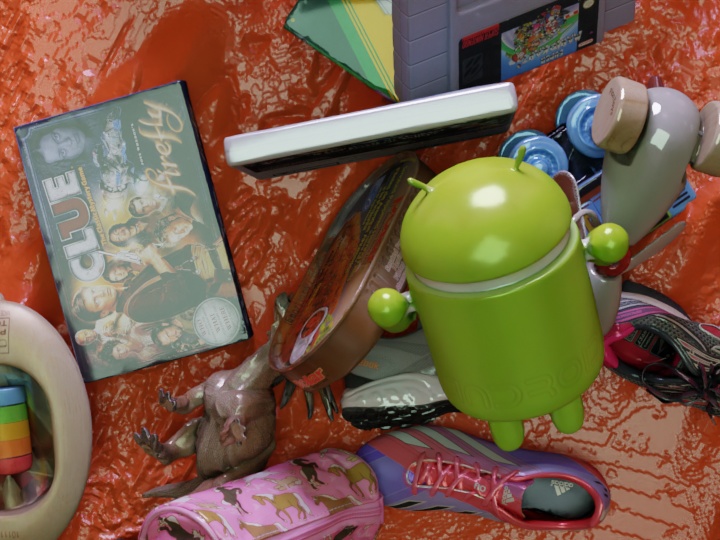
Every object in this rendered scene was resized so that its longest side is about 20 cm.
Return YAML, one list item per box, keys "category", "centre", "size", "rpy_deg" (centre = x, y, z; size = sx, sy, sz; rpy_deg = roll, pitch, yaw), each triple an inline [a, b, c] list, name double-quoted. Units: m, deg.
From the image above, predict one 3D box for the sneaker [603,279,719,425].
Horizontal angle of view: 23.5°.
- category: "sneaker"
  centre: [0.255, 0.077, 1.277]
  size: [0.198, 0.075, 0.081]
  rpy_deg: [18, 111, -3]

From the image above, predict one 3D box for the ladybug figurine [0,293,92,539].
- category: "ladybug figurine"
  centre: [-0.267, 0.115, 1.307]
  size: [0.134, 0.072, 0.203]
  rpy_deg: [0, 96, 1]

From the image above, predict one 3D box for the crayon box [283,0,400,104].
- category: "crayon box"
  centre: [0.046, -0.230, 1.278]
  size: [0.118, 0.058, 0.201]
  rpy_deg: [34, 95, 0]

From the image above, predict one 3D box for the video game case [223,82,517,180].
- category: "video game case"
  centre: [0.011, -0.097, 1.227]
  size: [0.197, 0.182, 0.024]
  rpy_deg: [-10, 90, 3]

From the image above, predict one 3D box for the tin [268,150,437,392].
- category: "tin"
  centre: [0.000, 0.000, 1.243]
  size: [0.042, 0.112, 0.201]
  rpy_deg: [36, 57, -15]

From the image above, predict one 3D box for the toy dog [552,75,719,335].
- category: "toy dog"
  centre: [0.183, -0.058, 1.204]
  size: [0.131, 0.097, 0.200]
  rpy_deg: [35, 116, -17]

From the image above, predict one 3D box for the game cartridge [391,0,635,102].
- category: "game cartridge"
  centre: [0.113, -0.197, 1.223]
  size: [0.198, 0.038, 0.131]
  rpy_deg: [-24, 134, -19]

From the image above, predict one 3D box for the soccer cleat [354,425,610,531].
- category: "soccer cleat"
  centre: [0.090, 0.159, 1.296]
  size: [0.197, 0.076, 0.068]
  rpy_deg: [8, 95, 1]

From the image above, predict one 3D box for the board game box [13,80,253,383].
- category: "board game box"
  centre: [-0.171, -0.029, 1.313]
  size: [0.134, 0.035, 0.202]
  rpy_deg: [-15, 93, 3]

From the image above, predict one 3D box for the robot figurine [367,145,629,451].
- category: "robot figurine"
  centre: [0.093, 0.016, 1.128]
  size: [0.173, 0.116, 0.202]
  rpy_deg: [-16, 119, 5]

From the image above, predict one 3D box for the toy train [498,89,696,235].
- category: "toy train"
  centre: [0.145, -0.050, 1.277]
  size: [0.199, 0.087, 0.115]
  rpy_deg: [-34, 98, 4]

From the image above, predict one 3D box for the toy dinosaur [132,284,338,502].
- category: "toy dinosaur"
  centre: [-0.087, 0.118, 1.300]
  size: [0.086, 0.135, 0.201]
  rpy_deg: [47, 126, 24]

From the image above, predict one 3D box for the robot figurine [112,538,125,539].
- category: "robot figurine"
  centre: [-0.123, 0.284, 1.288]
  size: [0.199, 0.125, 0.151]
  rpy_deg: [34, 137, 0]

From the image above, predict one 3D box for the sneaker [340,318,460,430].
- category: "sneaker"
  centre: [0.083, 0.070, 1.294]
  size: [0.197, 0.074, 0.080]
  rpy_deg: [-3, 70, -4]

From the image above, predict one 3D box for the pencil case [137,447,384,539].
- category: "pencil case"
  centre: [-0.066, 0.183, 1.234]
  size: [0.087, 0.199, 0.083]
  rpy_deg: [48, 121, 20]
